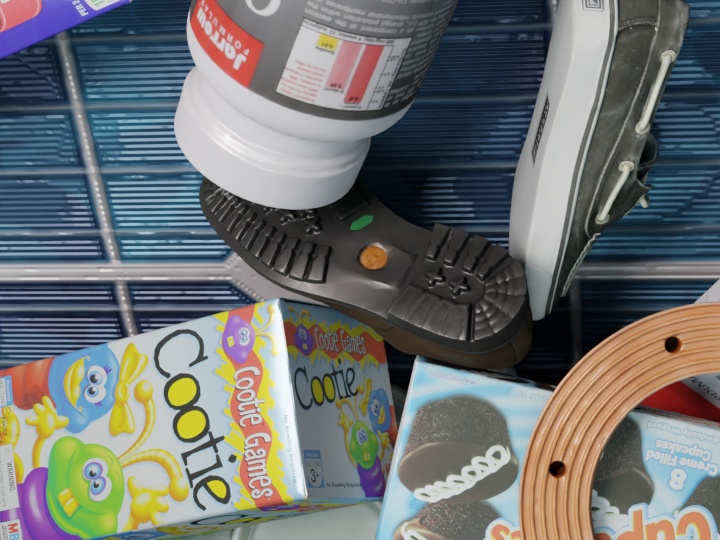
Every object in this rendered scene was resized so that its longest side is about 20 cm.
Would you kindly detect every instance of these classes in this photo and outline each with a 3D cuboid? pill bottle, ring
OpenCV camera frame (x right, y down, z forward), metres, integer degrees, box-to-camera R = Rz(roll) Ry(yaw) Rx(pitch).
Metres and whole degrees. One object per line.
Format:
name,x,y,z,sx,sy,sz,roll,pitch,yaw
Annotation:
pill bottle,-0.014,-0.132,0.841,0.116,0.116,0.200,21,127,-5
ring,0.177,0.114,0.900,0.200,0.019,0.201,0,93,3

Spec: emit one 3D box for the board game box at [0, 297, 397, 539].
board game box,-0.092,0.089,0.991,0.200,0.103,0.105,-15,167,29

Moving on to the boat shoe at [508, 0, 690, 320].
boat shoe,0.115,-0.050,0.904,0.064,0.071,0.200,5,134,-5

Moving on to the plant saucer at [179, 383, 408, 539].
plant saucer,-0.018,0.160,1.047,0.200,0.050,0.200,2,98,14

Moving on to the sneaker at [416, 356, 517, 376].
sneaker,0.084,0.122,0.994,0.081,0.075,0.200,-13,93,62

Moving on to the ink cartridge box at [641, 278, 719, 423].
ink cartridge box,0.223,0.080,0.953,0.161,0.050,0.200,35,117,-14

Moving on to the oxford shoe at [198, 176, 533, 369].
oxford shoe,0.000,0.000,0.941,0.200,0.073,0.084,31,166,26

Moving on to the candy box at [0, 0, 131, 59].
candy box,-0.229,-0.171,0.862,0.200,0.077,0.169,-20,127,19

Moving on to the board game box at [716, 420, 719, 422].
board game box,0.218,0.139,1.048,0.135,0.035,0.200,34,125,-14

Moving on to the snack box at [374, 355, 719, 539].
snack box,0.113,0.122,0.931,0.200,0.037,0.116,12,94,1
